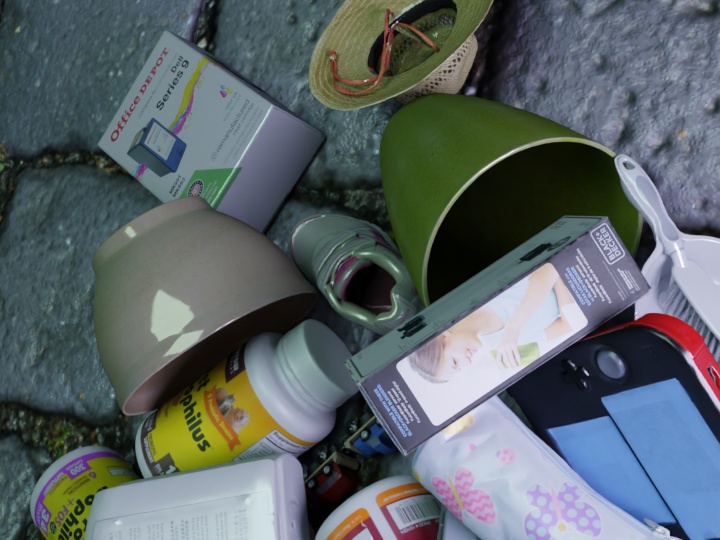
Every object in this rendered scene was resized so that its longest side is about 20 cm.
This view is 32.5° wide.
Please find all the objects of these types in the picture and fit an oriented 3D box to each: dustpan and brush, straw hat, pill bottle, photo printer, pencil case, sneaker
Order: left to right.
[{"bbox_3d":[-0.219,0.259,1.151,0.200,0.104,0.104,37,98,38],"label":"pill bottle"},{"bbox_3d":[-0.139,0.248,1.020,0.199,0.069,0.167,-14,69,19],"label":"photo printer"},{"bbox_3d":[-0.099,0.129,1.104,0.200,0.109,0.109,-37,57,21],"label":"pill bottle"},{"bbox_3d":[0.000,0.000,1.088,0.200,0.088,0.082,31,94,39],"label":"sneaker"},{"bbox_3d":[0.056,-0.197,1.111,0.201,0.085,0.201,-23,43,24],"label":"straw hat"},{"bbox_3d":[0.055,0.266,0.944,0.113,0.113,0.200,-44,54,16],"label":"pill bottle"},{"bbox_3d":[0.129,0.169,0.860,0.200,0.083,0.091,38,128,24],"label":"pencil case"},{"bbox_3d":[0.232,0.006,0.880,0.139,0.057,0.200,-22,63,-16],"label":"dustpan and brush"}]

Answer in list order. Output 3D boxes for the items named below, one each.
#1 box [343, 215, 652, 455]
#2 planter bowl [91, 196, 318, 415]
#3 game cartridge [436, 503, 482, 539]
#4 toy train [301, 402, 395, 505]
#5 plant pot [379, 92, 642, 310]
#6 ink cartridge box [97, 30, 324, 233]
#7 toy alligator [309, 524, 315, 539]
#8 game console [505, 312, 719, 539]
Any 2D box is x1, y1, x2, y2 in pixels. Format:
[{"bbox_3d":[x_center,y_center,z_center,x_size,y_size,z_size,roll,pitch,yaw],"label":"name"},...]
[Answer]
[{"bbox_3d":[0.090,0.040,0.858,0.200,0.117,0.060,-33,95,-4],"label":"box"},{"bbox_3d":[-0.157,0.019,1.102,0.200,0.200,0.135,-36,79,21],"label":"planter bowl"},{"bbox_3d":[0.115,0.241,0.878,0.042,0.133,0.200,110,175,-46],"label":"game cartridge"},{"bbox_3d":[-0.028,0.180,1.080,0.200,0.034,0.046,-45,43,15],"label":"toy train"},{"bbox_3d":[0.095,-0.062,1.002,0.187,0.187,0.200,-51,36,11],"label":"plant pot"},{"bbox_3d":[-0.155,-0.132,1.248,0.200,0.087,0.146,40,100,39],"label":"ink cartridge box"},{"bbox_3d":[-0.006,0.289,1.014,0.054,0.059,0.200,-32,58,23],"label":"toy alligator"},{"bbox_3d":[0.197,0.129,0.832,0.177,0.031,0.200,-27,97,52],"label":"game console"}]
